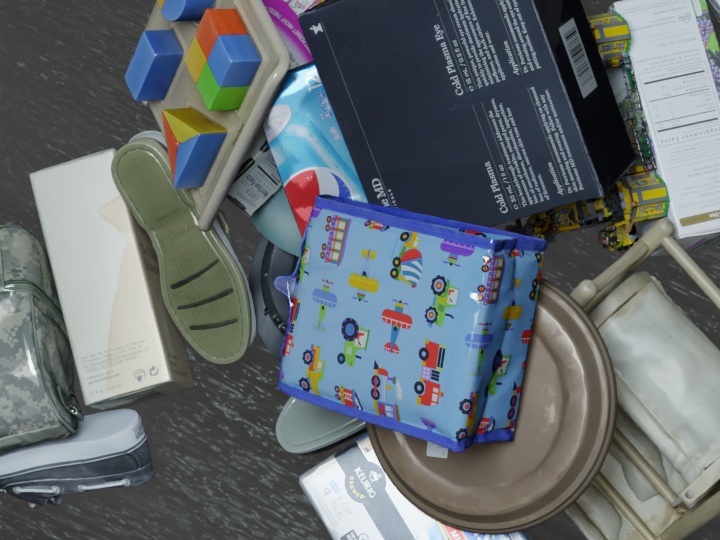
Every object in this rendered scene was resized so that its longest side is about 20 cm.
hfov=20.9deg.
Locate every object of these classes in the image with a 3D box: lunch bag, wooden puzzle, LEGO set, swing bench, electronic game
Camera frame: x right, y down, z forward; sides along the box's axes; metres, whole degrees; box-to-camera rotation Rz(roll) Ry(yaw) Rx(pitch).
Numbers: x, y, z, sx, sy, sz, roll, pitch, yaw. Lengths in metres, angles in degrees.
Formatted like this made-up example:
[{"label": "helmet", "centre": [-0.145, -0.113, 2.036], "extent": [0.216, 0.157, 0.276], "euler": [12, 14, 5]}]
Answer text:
[{"label": "lunch bag", "centre": [0.019, 0.032, 1.427], "extent": [0.199, 0.094, 0.152], "euler": [14, 97, 30]}, {"label": "wooden puzzle", "centre": [-0.129, -0.160, 1.499], "extent": [0.046, 0.186, 0.201], "euler": [-2, 52, -29]}, {"label": "LEGO set", "centre": [0.153, -0.105, 1.563], "extent": [0.115, 0.154, 0.201], "euler": [-11, 93, -21]}, {"label": "lunch bag", "centre": [-0.332, 0.080, 1.594], "extent": [0.199, 0.140, 0.169], "euler": [-15, 60, 4]}, {"label": "swing bench", "centre": [0.221, 0.107, 1.528], "extent": [0.199, 0.200, 0.130], "euler": [49, 49, 9]}, {"label": "electronic game", "centre": [0.000, 0.000, 1.605], "extent": [0.199, 0.042, 0.201], "euler": [-9, 64, 20]}]

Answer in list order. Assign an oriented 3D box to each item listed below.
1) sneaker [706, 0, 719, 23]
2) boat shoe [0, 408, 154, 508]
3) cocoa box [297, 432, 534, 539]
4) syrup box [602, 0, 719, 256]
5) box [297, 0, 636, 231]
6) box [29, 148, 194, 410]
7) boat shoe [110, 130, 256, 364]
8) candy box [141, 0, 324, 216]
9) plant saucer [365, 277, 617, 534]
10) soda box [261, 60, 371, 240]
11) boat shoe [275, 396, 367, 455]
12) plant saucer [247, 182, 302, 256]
[{"label": "sneaker", "centre": [0.357, -0.221, 1.591], "extent": [0.118, 0.074, 0.201], "euler": [-40, 90, 8]}, {"label": "boat shoe", "centre": [-0.268, 0.166, 1.631], "extent": [0.199, 0.072, 0.068], "euler": [-11, 111, 11]}, {"label": "cocoa box", "centre": [0.062, 0.215, 1.546], "extent": [0.131, 0.133, 0.201], "euler": [-32, 80, 1]}, {"label": "syrup box", "centre": [0.255, -0.119, 1.582], "extent": [0.081, 0.079, 0.201], "euler": [-13, 81, -12]}, {"label": "box", "centre": [0.081, -0.137, 1.461], "extent": [0.181, 0.104, 0.201], "euler": [-15, 102, 27]}, {"label": "box", "centre": [-0.207, 0.009, 1.627], "extent": [0.077, 0.095, 0.201], "euler": [-16, 83, 5]}, {"label": "boat shoe", "centre": [-0.134, -0.023, 1.606], "extent": [0.074, 0.068, 0.201], "euler": [-17, 104, 20]}, {"label": "candy box", "centre": [-0.067, -0.162, 1.597], "extent": [0.200, 0.061, 0.136], "euler": [-43, 59, 1]}, {"label": "plant saucer", "centre": [0.091, 0.096, 1.451], "extent": [0.199, 0.029, 0.201], "euler": [0, 89, 21]}, {"label": "soda box", "centre": [-0.024, -0.059, 1.512], "extent": [0.064, 0.068, 0.201], "euler": [-20, 98, 0]}, {"label": "boat shoe", "centre": [0.024, 0.094, 1.602], "extent": [0.199, 0.060, 0.076], "euler": [-33, 52, 6]}, {"label": "plant saucer", "centre": [-0.018, -0.107, 1.611], "extent": [0.200, 0.039, 0.202], "euler": [-8, 66, 20]}]
